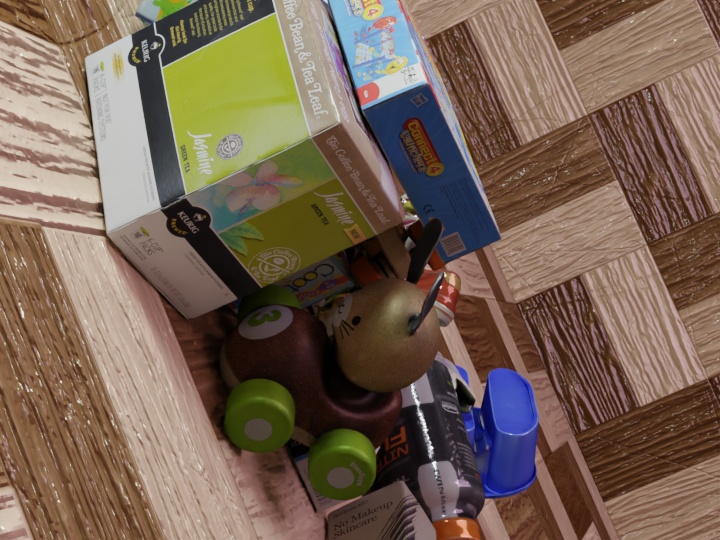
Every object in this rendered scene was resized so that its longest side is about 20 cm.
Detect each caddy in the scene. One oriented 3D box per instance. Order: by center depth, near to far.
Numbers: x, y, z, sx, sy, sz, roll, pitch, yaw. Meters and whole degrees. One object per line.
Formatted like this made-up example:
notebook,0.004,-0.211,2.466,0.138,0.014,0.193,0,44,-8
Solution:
caddy,0.137,0.195,1.695,0.200,0.141,0.105,-88,-178,-66

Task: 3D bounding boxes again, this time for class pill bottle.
pill bottle,0.063,0.196,1.442,0.106,0.106,0.200,50,21,-54

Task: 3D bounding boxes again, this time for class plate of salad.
plate of salad,0.000,0.000,1.406,0.048,0.200,0.200,32,22,-14

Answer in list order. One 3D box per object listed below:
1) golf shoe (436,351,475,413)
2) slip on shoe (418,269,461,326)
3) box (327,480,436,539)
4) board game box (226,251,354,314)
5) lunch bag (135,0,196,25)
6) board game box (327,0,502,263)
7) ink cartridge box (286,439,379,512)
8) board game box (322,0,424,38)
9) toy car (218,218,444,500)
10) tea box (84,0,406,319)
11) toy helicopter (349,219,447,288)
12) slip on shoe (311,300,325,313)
golf shoe,0.065,0.118,1.571,0.097,0.078,0.200,35,11,28
slip on shoe,0.037,0.009,1.612,0.200,0.061,0.074,17,-16,46
box,0.020,0.266,1.171,0.068,0.082,0.200,59,12,-25
board game box,-0.094,-0.068,1.283,0.103,0.105,0.200,47,21,-58
lunch bag,-0.121,-0.244,1.389,0.160,0.083,0.200,26,9,0
board game box,0.040,-0.142,1.195,0.200,0.056,0.196,58,12,-48
ink cartridge box,-0.026,0.144,1.320,0.100,0.039,0.200,65,13,-2
board game box,-0.011,-0.255,1.589,0.200,0.041,0.200,41,-12,15
toy car,-0.001,0.048,1.142,0.158,0.200,0.164,33,27,-19
tea box,-0.094,-0.105,1.126,0.134,0.196,0.200,52,18,-49
toy helicopter,0.000,-0.056,1.306,0.132,0.079,0.200,57,-2,-17
slip on shoe,-0.003,0.046,1.575,0.200,0.060,0.076,53,17,-48
